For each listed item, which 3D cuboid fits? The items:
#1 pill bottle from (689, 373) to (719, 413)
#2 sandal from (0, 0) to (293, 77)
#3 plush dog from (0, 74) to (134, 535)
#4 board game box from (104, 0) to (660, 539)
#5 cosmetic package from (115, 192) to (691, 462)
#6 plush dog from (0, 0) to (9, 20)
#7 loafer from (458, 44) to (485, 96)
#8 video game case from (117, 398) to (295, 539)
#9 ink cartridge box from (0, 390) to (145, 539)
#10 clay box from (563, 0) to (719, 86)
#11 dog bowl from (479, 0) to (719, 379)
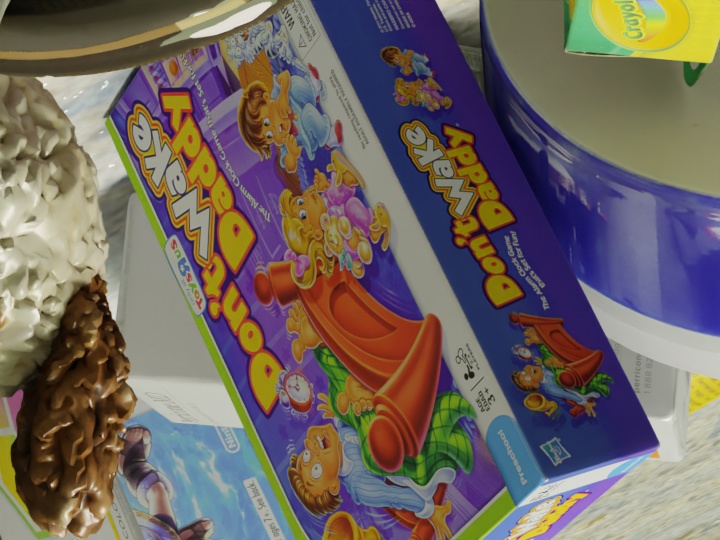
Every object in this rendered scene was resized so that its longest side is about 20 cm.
[{"bbox_3d":[0.142,-0.002,1.162,0.199,0.113,0.113,-33,161,16],"label":"pill bottle"},{"bbox_3d":[-0.087,-0.086,0.605,0.198,0.082,0.055,-5,132,4],"label":"sandal"},{"bbox_3d":[-0.144,0.003,0.713,0.171,0.201,0.161,-24,-162,23],"label":"plush dog"},{"bbox_3d":[0.000,0.000,0.824,0.045,0.201,0.135,-14,158,-33],"label":"board game box"},{"bbox_3d":[0.020,0.021,0.968,0.199,0.072,0.101,4,169,11],"label":"cosmetic package"},{"bbox_3d":[-0.163,-0.075,0.517,0.199,0.162,0.172,-14,-174,-24],"label":"plush dog"},{"bbox_3d":[0.053,-0.045,1.009,0.069,0.076,0.199,-12,165,38],"label":"loafer"},{"bbox_3d":[-0.108,0.145,1.074,0.180,0.201,0.046,-21,158,-17],"label":"video game case"},{"bbox_3d":[-0.155,0.073,0.965,0.059,0.104,0.200,-31,161,13],"label":"ink cartridge box"},{"bbox_3d":[0.080,-0.136,0.692,0.047,0.116,0.200,4,159,0],"label":"clay box"},{"bbox_3d":[0.136,-0.064,0.822,0.199,0.200,0.079,-23,139,-10],"label":"dog bowl"}]
